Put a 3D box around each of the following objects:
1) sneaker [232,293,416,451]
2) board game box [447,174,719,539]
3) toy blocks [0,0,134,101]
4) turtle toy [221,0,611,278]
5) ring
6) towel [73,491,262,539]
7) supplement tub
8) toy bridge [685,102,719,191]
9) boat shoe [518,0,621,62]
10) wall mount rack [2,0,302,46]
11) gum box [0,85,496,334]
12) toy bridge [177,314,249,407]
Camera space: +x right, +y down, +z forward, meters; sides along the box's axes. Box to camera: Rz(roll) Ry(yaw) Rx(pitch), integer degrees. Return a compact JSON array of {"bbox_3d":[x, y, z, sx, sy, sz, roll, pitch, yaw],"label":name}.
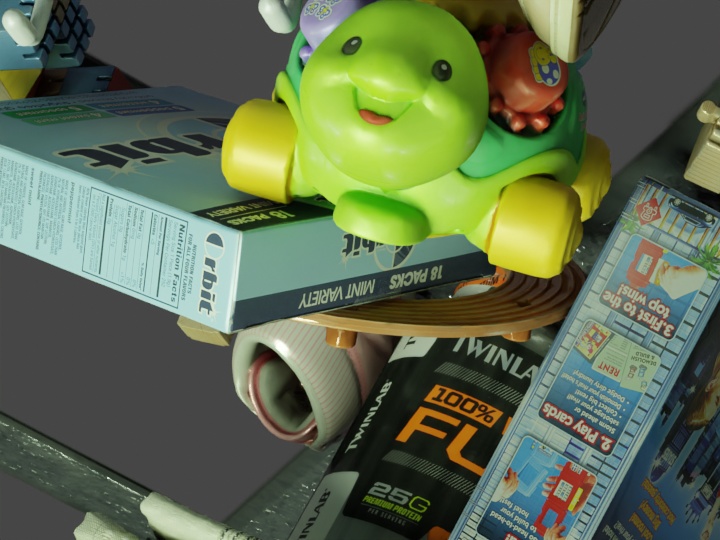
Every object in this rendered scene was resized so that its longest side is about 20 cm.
[{"bbox_3d":[-0.013,0.058,1.190,0.075,0.105,0.200,26,155,25],"label":"sneaker"},{"bbox_3d":[0.118,0.093,1.029,0.062,0.200,0.200,30,169,32],"label":"board game box"},{"bbox_3d":[-0.188,-0.109,1.074,0.136,0.100,0.200,-2,140,21],"label":"toy blocks"},{"bbox_3d":[0.026,-0.066,0.899,0.145,0.200,0.101,16,110,9],"label":"turtle toy"},{"bbox_3d":[0.000,0.000,1.029,0.199,0.019,0.200,7,-164,-2],"label":"ring"},{"bbox_3d":[-0.016,0.172,1.049,0.199,0.035,0.193,16,155,26],"label":"towel"},{"bbox_3d":[0.049,0.101,1.112,0.122,0.200,0.123,24,156,12],"label":"supplement tub"},{"bbox_3d":[0.225,-0.023,0.926,0.199,0.027,0.067,24,154,0],"label":"toy bridge"},{"bbox_3d":[0.062,-0.153,0.802,0.065,0.072,0.200,23,152,22],"label":"boat shoe"},{"bbox_3d":[-0.100,-0.158,0.882,0.199,0.075,0.174,-1,145,19],"label":"wall mount rack"},{"bbox_3d":[-0.068,-0.032,0.996,0.200,0.045,0.170,21,-160,37],"label":"gum box"},{"bbox_3d":[-0.067,0.005,1.189,0.027,0.067,0.200,11,157,25],"label":"toy bridge"}]
